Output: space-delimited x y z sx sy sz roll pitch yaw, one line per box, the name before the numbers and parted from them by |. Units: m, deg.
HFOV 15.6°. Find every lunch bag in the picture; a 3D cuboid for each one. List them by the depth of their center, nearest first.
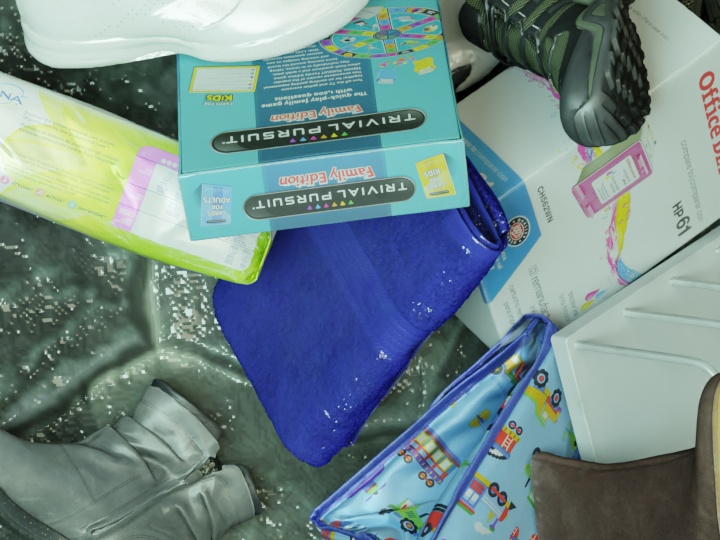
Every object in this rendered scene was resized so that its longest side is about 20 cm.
lunch bag | 0.091 0.132 1.586 0.200 0.094 0.151 -49 134 -14

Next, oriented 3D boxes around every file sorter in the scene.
file sorter | 0.238 0.066 1.584 0.200 0.124 0.139 -31 115 -37

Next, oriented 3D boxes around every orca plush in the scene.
orca plush | 0.064 -0.121 1.610 0.200 0.105 0.071 -53 141 -27

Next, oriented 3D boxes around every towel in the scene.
towel | 0.000 0.000 1.524 0.049 0.148 0.200 5 134 -43

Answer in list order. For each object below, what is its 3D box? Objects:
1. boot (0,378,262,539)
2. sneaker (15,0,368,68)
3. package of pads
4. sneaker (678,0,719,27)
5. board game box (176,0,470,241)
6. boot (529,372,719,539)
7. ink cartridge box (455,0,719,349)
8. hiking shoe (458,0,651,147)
boot | -0.161 0.109 1.563 0.132 0.070 0.200 -46 112 -13
sneaker | -0.091 -0.164 1.425 0.199 0.075 0.089 -8 131 1
package of pads | -0.151 -0.053 1.510 0.200 0.154 0.068 21 87 -14
sneaker | 0.242 -0.182 1.660 0.114 0.076 0.199 -35 133 25
board game box | -0.025 -0.102 1.448 0.150 0.200 0.047 -7 129 1
boot | 0.162 0.128 1.485 0.072 0.166 0.200 -40 132 -39
ink cartridge box | 0.132 -0.060 1.589 0.200 0.085 0.145 -36 140 -12
hiking shoe | 0.110 -0.133 1.519 0.100 0.200 0.076 -15 129 14
